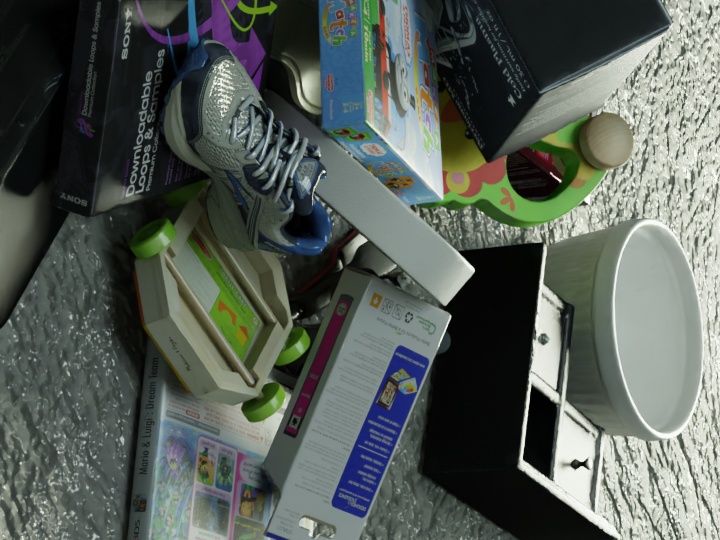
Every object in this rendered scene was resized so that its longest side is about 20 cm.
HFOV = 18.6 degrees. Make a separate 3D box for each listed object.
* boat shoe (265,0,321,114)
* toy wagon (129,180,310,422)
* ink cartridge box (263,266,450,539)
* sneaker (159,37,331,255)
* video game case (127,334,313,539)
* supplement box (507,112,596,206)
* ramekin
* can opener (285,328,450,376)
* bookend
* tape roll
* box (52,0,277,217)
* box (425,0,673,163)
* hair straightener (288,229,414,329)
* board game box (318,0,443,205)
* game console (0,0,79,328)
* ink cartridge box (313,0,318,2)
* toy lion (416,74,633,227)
[{"bbox_3d":[-0.067,-0.170,1.603,0.075,0.066,0.199,-70,159,-2],"label":"boat shoe"},{"bbox_3d":[-0.092,0.006,1.536,0.156,0.039,0.200,58,28,-21],"label":"toy wagon"},{"bbox_3d":[-0.009,0.106,1.590,0.094,0.037,0.202,27,82,-44],"label":"ink cartridge box"},{"bbox_3d":[-0.063,-0.077,1.431,0.077,0.085,0.200,-60,152,-22],"label":"sneaker"},{"bbox_3d":[-0.093,0.150,1.549,0.200,0.024,0.184,28,62,-54],"label":"video game case"},{"bbox_3d":[0.137,-0.137,1.933,0.200,0.060,0.110,33,58,-52],"label":"supplement box"},{"bbox_3d":[0.227,0.057,2.004,0.200,0.104,0.202,17,70,-56],"label":"ramekin"},{"bbox_3d":[0.010,0.060,1.694,0.066,0.053,0.200,44,18,19],"label":"can opener"},{"bbox_3d":[0.149,0.111,1.880,0.200,0.091,0.200,39,53,-50],"label":"bookend"},{"bbox_3d":[-0.002,-0.052,1.584,0.037,0.203,0.203,-49,139,1],"label":"tape roll"},{"bbox_3d":[-0.122,-0.123,1.421,0.200,0.036,0.144,-24,128,-58],"label":"box"},{"bbox_3d":[0.118,-0.216,1.674,0.201,0.123,0.197,62,-12,7],"label":"box"},{"bbox_3d":[0.000,0.000,1.672,0.200,0.076,0.041,-32,116,-56],"label":"hair straightener"},{"bbox_3d":[0.015,-0.147,1.572,0.200,0.036,0.153,39,47,-69],"label":"board game box"},{"bbox_3d":[-0.237,-0.099,1.364,0.175,0.116,0.201,35,49,-14],"label":"game console"},{"bbox_3d":[-0.064,-0.281,1.610,0.200,0.084,0.147,34,57,-52],"label":"ink cartridge box"},{"bbox_3d":[0.099,-0.116,1.790,0.192,0.069,0.200,-43,99,-24],"label":"toy lion"}]
